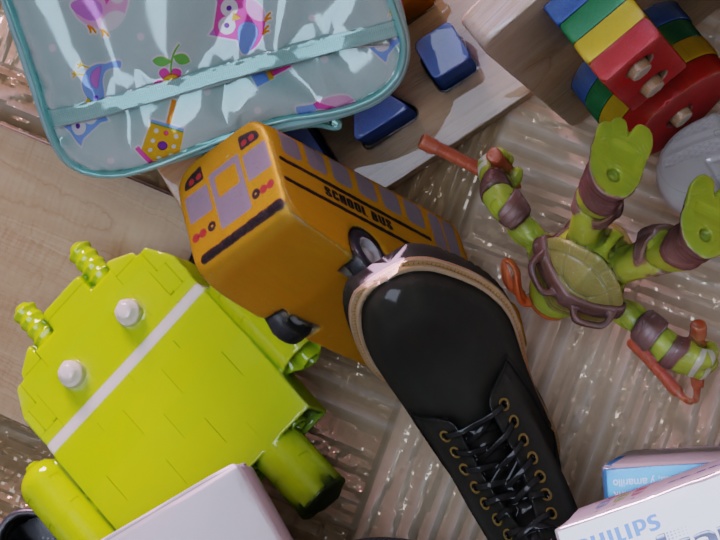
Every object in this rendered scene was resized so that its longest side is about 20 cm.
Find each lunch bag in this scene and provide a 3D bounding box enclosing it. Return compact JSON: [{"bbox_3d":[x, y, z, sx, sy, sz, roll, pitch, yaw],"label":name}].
[{"bbox_3d":[-0.073,-0.135,1.121,0.198,0.077,0.162,-15,99,3],"label":"lunch bag"}]

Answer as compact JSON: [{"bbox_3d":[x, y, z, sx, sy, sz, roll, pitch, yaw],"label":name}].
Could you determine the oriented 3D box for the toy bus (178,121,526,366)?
[{"bbox_3d":[0.000,0.000,1.153,0.065,0.199,0.079,-35,53,25],"label":"toy bus"}]

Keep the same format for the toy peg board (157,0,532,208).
[{"bbox_3d":[-0.044,-0.129,1.196,0.199,0.098,0.200,-33,83,6],"label":"toy peg board"}]

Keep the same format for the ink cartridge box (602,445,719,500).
[{"bbox_3d":[0.194,0.190,1.133,0.124,0.128,0.202,-4,88,12],"label":"ink cartridge box"}]

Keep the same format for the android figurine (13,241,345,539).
[{"bbox_3d":[-0.104,0.072,1.200,0.182,0.041,0.200,-45,73,8],"label":"android figurine"}]

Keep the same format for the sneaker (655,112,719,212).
[{"bbox_3d":[0.249,-0.036,1.144,0.198,0.082,0.077,-2,49,5],"label":"sneaker"}]

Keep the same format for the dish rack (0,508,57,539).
[{"bbox_3d":[-0.131,0.237,1.243,0.152,0.055,0.202,8,92,13],"label":"dish rack"}]

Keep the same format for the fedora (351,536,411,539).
[{"bbox_3d":[0.003,0.232,1.193,0.199,0.090,0.178,-32,86,-1],"label":"fedora"}]

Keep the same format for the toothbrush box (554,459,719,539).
[{"bbox_3d":[0.191,0.184,1.025,0.145,0.086,0.201,-21,86,12],"label":"toothbrush box"}]

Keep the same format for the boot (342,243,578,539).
[{"bbox_3d":[0.068,0.088,1.105,0.077,0.200,0.139,-31,46,10],"label":"boot"}]

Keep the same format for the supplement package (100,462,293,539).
[{"bbox_3d":[-0.058,0.208,1.090,0.119,0.121,0.201,-29,85,-2],"label":"supplement package"}]

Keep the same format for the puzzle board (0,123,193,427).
[{"bbox_3d":[-0.198,0.000,1.279,0.199,0.017,0.152,22,95,12],"label":"puzzle board"}]

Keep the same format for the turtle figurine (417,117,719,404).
[{"bbox_3d":[0.110,-0.014,1.130,0.200,0.161,0.064,46,63,5],"label":"turtle figurine"}]

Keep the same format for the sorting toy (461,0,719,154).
[{"bbox_3d":[0.169,-0.140,1.101,0.200,0.199,0.070,-40,73,9],"label":"sorting toy"}]
